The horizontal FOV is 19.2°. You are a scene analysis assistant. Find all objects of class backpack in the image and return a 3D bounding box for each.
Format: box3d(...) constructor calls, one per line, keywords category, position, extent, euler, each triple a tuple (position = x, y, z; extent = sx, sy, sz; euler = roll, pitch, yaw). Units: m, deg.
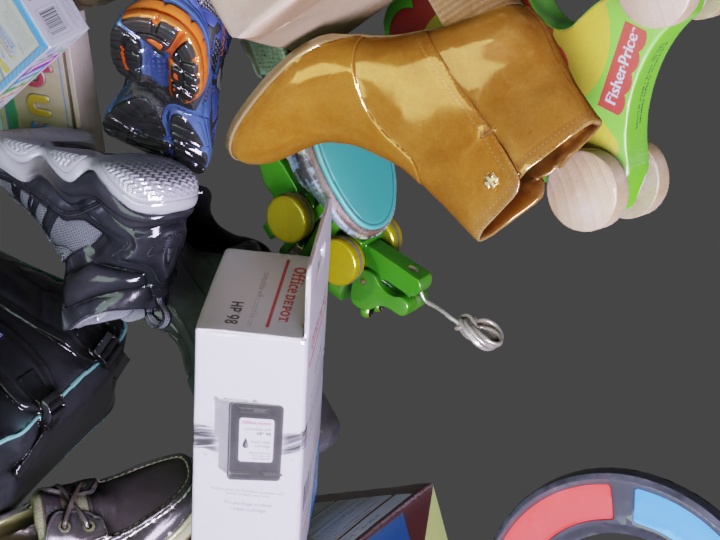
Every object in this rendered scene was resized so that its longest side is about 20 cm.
box3d(category="backpack", position=(-0.277, 0.067, 1.425), extent=(0.199, 0.176, 0.154), euler=(32, 135, 9))

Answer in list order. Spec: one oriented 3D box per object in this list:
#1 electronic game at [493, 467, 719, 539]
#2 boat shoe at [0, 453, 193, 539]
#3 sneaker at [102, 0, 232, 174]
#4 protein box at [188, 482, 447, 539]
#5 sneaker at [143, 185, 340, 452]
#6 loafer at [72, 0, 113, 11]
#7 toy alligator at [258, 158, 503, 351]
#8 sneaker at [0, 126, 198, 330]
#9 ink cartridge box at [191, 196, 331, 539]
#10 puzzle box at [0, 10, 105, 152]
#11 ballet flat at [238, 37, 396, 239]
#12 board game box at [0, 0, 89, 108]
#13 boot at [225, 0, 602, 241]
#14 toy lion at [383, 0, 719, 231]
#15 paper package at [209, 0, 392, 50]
box3d(category="electronic game", position=(0.164, 0.216, 1.294), extent=(0.198, 0.042, 0.202), euler=(10, 111, 28))
box3d(category="boat shoe", position=(-0.187, 0.168, 1.336), extent=(0.199, 0.073, 0.065), euler=(-30, 127, -1))
box3d(category="sneaker", position=(-0.108, -0.124, 1.303), extent=(0.075, 0.079, 0.200), euler=(27, 156, 1))
box3d(category="protein box", position=(-0.042, 0.261, 1.374), extent=(0.199, 0.135, 0.200), euler=(-9, 100, 32))
box3d(category="sneaker", position=(-0.079, 0.031, 1.363), extent=(0.200, 0.076, 0.091), euler=(48, 119, 8))
box3d(category="loafer", position=(-0.152, -0.258, 1.289), extent=(0.067, 0.076, 0.202), euler=(3, 102, 14))
box3d(category="toy alligator", position=(0.000, 0.000, 1.312), extent=(0.200, 0.059, 0.054), euler=(41, 124, 14))
box3d(category="sneaker", position=(-0.183, -0.025, 1.346), extent=(0.199, 0.075, 0.115), euler=(17, 107, 41))
box3d(category="ink cartridge box", position=(-0.058, 0.065, 1.258), extent=(0.066, 0.116, 0.202), euler=(5, 114, 4))
box3d(category="puzzle box", position=(-0.240, -0.166, 1.391), extent=(0.132, 0.025, 0.202), euler=(9, 123, 23))
box3d(category="ballet flat", position=(-0.034, -0.113, 1.300), extent=(0.074, 0.074, 0.202), euler=(-15, 93, 33))
box3d(category="board game box", position=(-0.259, -0.202, 1.310), extent=(0.134, 0.034, 0.201), euler=(-28, 93, 52))
box3d(category="boot", position=(0.027, -0.074, 1.191), extent=(0.201, 0.071, 0.145), euler=(-37, 72, 22))
box3d(category="toy lion", position=(0.099, -0.125, 1.220), extent=(0.191, 0.068, 0.201), euler=(32, 119, 27))
box3d(category="paper package", position=(-0.028, -0.251, 1.187), extent=(0.190, 0.103, 0.201), euler=(-34, 76, 19))
